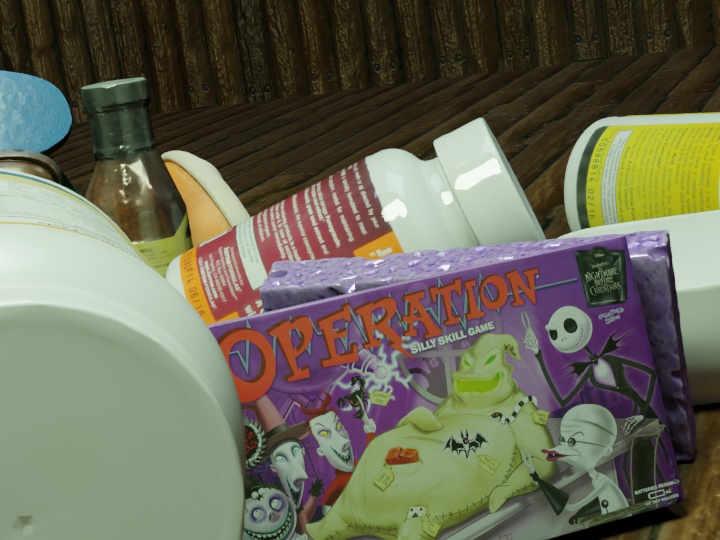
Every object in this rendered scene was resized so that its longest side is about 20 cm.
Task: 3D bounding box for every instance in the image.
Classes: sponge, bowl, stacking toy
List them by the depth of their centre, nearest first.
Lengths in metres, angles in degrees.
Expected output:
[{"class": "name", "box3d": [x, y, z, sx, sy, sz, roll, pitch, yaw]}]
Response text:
[{"class": "sponge", "box3d": [0.057, 0.042, 0.793, 0.199, 0.112, 0.030, -5, 28, 20]}, {"class": "bowl", "box3d": [0.210, 0.017, 0.907, 0.199, 0.075, 0.200, -9, 11, 2]}, {"class": "stacking toy", "box3d": [-0.164, 0.024, 1.118, 0.199, 0.147, 0.146, -32, 19, -18]}]

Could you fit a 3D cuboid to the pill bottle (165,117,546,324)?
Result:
[{"class": "pill bottle", "box3d": [0.000, 0.000, 0.923, 0.199, 0.110, 0.110, -27, 9, 8]}]

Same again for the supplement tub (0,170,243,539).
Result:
[{"class": "supplement tub", "box3d": [-0.119, 0.049, 0.534, 0.144, 0.146, 0.200, -12, 15, -15]}]

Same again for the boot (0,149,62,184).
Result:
[{"class": "boot", "box3d": [-0.240, 0.037, 0.918, 0.186, 0.064, 0.200, -26, 44, 6]}]

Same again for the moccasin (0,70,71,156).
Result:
[{"class": "moccasin", "box3d": [-0.277, -0.072, 1.012, 0.199, 0.081, 0.068, -13, -17, -14]}]

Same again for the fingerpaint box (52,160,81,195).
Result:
[{"class": "fingerpaint box", "box3d": [-0.285, 0.014, 1.083, 0.200, 0.073, 0.166, -48, 28, -22]}]

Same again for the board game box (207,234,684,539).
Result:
[{"class": "board game box", "box3d": [0.032, 0.063, 0.689, 0.199, 0.121, 0.032, -13, -5, -17]}]

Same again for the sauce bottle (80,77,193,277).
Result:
[{"class": "sauce bottle", "box3d": [-0.133, -0.015, 1.006, 0.066, 0.201, 0.066, -6, 12, 1]}]

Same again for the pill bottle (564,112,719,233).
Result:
[{"class": "pill bottle", "box3d": [0.248, -0.054, 1.132, 0.111, 0.112, 0.199, -19, 15, -42]}]
